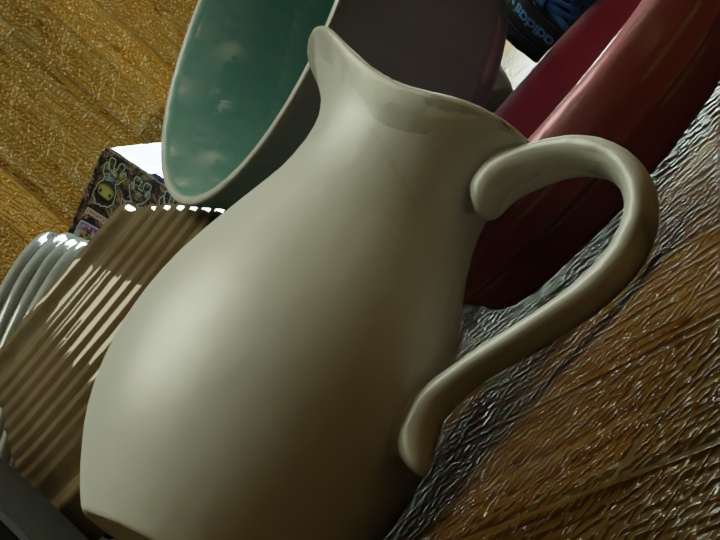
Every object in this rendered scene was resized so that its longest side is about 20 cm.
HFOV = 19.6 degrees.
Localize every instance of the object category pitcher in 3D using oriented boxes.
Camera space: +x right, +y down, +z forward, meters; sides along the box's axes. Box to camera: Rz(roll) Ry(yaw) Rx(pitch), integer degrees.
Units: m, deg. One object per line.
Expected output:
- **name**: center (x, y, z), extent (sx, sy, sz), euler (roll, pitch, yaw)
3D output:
- **pitcher**: center (0.001, 0.025, 0.741), extent (0.171, 0.121, 0.200), euler (17, 71, 42)

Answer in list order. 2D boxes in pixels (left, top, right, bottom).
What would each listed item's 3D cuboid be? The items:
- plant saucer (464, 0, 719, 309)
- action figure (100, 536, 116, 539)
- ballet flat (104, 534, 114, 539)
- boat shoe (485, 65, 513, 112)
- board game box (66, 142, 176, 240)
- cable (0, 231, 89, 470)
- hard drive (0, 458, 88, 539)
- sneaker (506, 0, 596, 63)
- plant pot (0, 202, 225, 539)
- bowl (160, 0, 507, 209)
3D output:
- **plant saucer**: center (0.090, -0.056, 0.889), extent (0.201, 0.051, 0.201), euler (-49, 6, 7)
- **action figure**: center (-0.150, 0.187, 1.169), extent (0.200, 0.055, 0.118), euler (-37, 10, 49)
- **ballet flat**: center (-0.089, 0.091, 1.258), extent (0.200, 0.073, 0.073), euler (-49, 4, -38)
- **boat shoe**: center (0.049, -0.094, 1.153), extent (0.070, 0.066, 0.200), euler (-30, -12, 5)
- **board game box**: center (-0.125, 0.026, 1.336), extent (0.159, 0.097, 0.201), euler (-15, -47, -64)
- **cable**: center (-0.179, 0.078, 1.166), extent (0.200, 0.069, 0.201), euler (105, -172, -60)
- **hard drive**: center (-0.190, 0.149, 0.921), extent (0.135, 0.200, 0.042), euler (-50, -14, 0)
- **sneaker**: center (0.103, -0.141, 1.024), extent (0.111, 0.077, 0.200), euler (-45, -16, 30)
- **plant pot**: center (-0.111, 0.033, 1.011), extent (0.201, 0.093, 0.201), euler (-48, 6, 7)
- **bowl**: center (-0.004, -0.105, 0.986), extent (0.201, 0.105, 0.201), euler (-49, 28, 38)
